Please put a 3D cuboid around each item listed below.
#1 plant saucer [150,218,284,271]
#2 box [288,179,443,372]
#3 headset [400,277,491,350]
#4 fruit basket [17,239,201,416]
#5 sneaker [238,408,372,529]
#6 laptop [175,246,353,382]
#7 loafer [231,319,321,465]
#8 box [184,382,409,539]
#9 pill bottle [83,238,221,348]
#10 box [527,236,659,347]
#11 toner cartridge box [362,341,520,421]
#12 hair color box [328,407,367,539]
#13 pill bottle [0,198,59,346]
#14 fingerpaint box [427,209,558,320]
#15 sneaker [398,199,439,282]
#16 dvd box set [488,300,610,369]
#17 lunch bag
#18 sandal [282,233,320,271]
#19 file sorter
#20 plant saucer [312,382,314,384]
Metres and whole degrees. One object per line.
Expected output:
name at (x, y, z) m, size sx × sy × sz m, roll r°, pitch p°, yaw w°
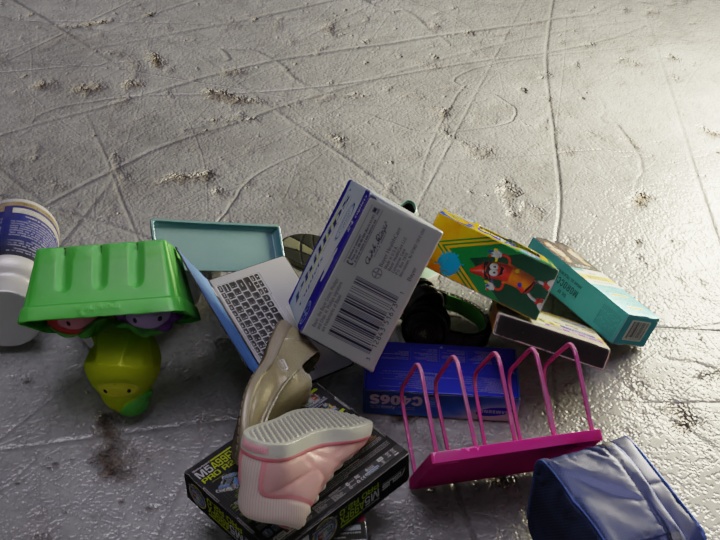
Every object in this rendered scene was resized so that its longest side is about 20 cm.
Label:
plant saucer at (-0.191, -0.030, 1.563) m, size 0.198 × 0.019 × 0.071 m, roll 1°, pitch 71°, yaw -36°
box at (0.000, 0.000, 1.418) m, size 0.104 × 0.186 × 0.200 m, roll 27°, pitch 4°, yaw -10°
headset at (0.079, 0.072, 1.572) m, size 0.197 × 0.095 × 0.124 m, roll 12°, pitch 25°, yaw -13°
fruit basket at (-0.297, 0.075, 1.406) m, size 0.212 × 0.156 × 0.219 m, roll 0°, pitch 82°, yaw 2°
sneaker at (-0.061, 0.208, 1.217) m, size 0.075 × 0.106 × 0.199 m, roll 13°, pitch 10°, yaw 31°
laptop at (-0.117, 0.048, 1.465) m, size 0.198 × 0.116 × 0.188 m, roll -19°, pitch 63°, yaw -33°
loafer at (-0.091, 0.136, 1.294) m, size 0.067 × 0.076 × 0.201 m, roll 18°, pitch 45°, yaw 1°
box at (-0.068, 0.225, 1.278) m, size 0.199 × 0.045 × 0.159 m, roll -32°, pitch 46°, yaw -32°
pill bottle at (-0.286, 0.023, 1.567) m, size 0.112 × 0.113 × 0.199 m, roll 29°, pitch 44°, yaw 30°
box at (0.316, 0.029, 1.619) m, size 0.082 × 0.050 × 0.200 m, roll 9°, pitch 27°, yaw -44°
toner cartridge box at (0.103, 0.141, 1.493) m, size 0.197 × 0.044 × 0.096 m, roll 3°, pitch 39°, yaw 2°
hair color box at (-0.048, 0.251, 1.331) m, size 0.097 × 0.061 × 0.201 m, roll -2°, pitch 38°, yaw -4°
pill bottle at (-0.472, 0.003, 1.578) m, size 0.114 × 0.117 × 0.201 m, roll -4°, pitch 38°, yaw -8°
fingerpaint box at (0.164, -0.013, 1.501) m, size 0.165 × 0.074 × 0.200 m, roll 26°, pitch 6°, yaw 5°
sneaker at (0.075, -0.042, 1.634) m, size 0.074 × 0.119 × 0.199 m, roll 42°, pitch 31°, yaw 26°
dvd box set at (0.237, 0.077, 1.494) m, size 0.144 × 0.030 × 0.200 m, roll 18°, pitch 6°, yaw 2°
lunch bag at (0.283, 0.283, 1.246) m, size 0.131 × 0.137 × 0.201 m, roll -14°, pitch 42°, yaw -19°
sandal at (-0.033, 0.013, 1.645) m, size 0.199 × 0.058 × 0.080 m, roll 29°, pitch 37°, yaw 9°
file sorter at (0.154, 0.166, 1.350) m, size 0.197 × 0.139 × 0.127 m, roll -6°, pitch 70°, yaw -11°
plant saucer at (-0.120, 0.107, 1.546) m, size 0.069 × 0.019 × 0.201 m, roll -13°, pitch 40°, yaw -19°
